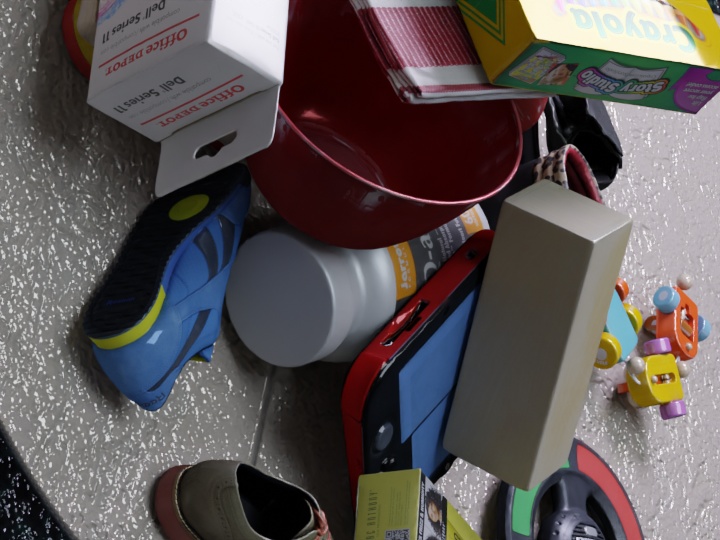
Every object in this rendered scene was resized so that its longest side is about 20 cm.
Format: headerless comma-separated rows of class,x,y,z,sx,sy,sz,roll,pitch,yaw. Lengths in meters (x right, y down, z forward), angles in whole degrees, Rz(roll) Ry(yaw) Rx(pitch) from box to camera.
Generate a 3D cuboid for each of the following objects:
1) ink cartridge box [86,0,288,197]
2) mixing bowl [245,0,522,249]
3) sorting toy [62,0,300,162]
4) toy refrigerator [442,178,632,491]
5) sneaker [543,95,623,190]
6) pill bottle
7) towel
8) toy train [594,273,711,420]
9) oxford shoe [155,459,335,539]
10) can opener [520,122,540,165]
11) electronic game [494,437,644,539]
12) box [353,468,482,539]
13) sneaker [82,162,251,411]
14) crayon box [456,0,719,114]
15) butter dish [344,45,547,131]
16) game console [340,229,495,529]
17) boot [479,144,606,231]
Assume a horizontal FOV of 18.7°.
ink cartridge box,-0.107,-0.160,1.370,0.067,0.117,0.202,28,53,-39
mixing bowl,-0.003,-0.089,1.452,0.199,0.109,0.201,19,45,-20
sorting toy,-0.121,-0.186,1.520,0.198,0.069,0.202,36,49,-37
toy refrigerator,0.125,0.045,1.538,0.070,0.075,0.202,-27,135,-53
sneaker,0.186,-0.103,1.822,0.200,0.059,0.105,65,9,-50
pill bottle,0.000,0.000,1.551,0.199,0.116,0.117,-20,90,-54
towel,0.042,-0.196,1.481,0.143,0.023,0.201,-7,61,-40
toy train,0.232,0.048,1.883,0.200,0.055,0.151,35,48,-42
oxford shoe,-0.045,0.186,1.443,0.200,0.074,0.071,36,48,-38
can opener,0.128,-0.089,1.816,0.063,0.079,0.202,-7,73,-13
electronic game,0.171,0.228,1.729,0.199,0.041,0.202,26,55,-43
box,0.054,0.214,1.533,0.200,0.050,0.076,53,35,-51
sneaker,-0.118,0.009,1.447,0.079,0.065,0.201,62,36,-31
crayon box,0.150,-0.202,1.510,0.199,0.058,0.174,4,54,-38
butter dish,0.091,-0.187,1.601,0.200,0.147,0.201,44,47,-50
game console,0.055,0.083,1.551,0.200,0.031,0.178,-45,143,-35
boot,0.125,0.010,1.673,0.073,0.150,0.202,-5,78,-59
